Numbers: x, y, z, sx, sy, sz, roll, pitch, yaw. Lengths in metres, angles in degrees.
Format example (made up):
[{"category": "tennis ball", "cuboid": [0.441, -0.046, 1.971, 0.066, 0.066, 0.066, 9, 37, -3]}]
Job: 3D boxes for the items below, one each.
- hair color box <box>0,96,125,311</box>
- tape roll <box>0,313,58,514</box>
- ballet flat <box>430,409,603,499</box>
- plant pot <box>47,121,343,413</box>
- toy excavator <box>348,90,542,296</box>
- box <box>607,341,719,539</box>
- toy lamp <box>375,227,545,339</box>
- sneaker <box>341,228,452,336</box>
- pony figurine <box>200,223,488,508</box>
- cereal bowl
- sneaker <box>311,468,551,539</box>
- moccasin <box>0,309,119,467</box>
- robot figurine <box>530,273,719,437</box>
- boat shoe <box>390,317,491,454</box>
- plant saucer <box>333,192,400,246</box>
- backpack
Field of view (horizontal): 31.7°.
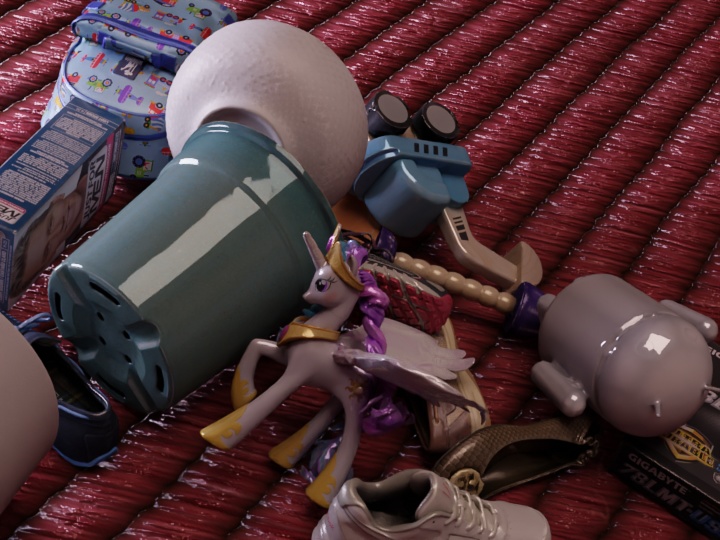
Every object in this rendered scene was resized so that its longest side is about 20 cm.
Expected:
[{"category": "hair color box", "cuboid": [-0.294, -0.065, 1.172, 0.060, 0.100, 0.200, 24, 42, 6]}, {"category": "tape roll", "cuboid": [-0.333, 0.113, 0.889, 0.202, 0.203, 0.139, 24, 41, 7]}, {"category": "ballet flat", "cuboid": [0.140, 0.165, 1.102, 0.199, 0.068, 0.046, -11, 40, -37]}, {"category": "plant pot", "cuboid": [-0.147, 0.008, 1.090, 0.200, 0.201, 0.196, 34, 52, 18]}, {"category": "toy excavator", "cuboid": [0.079, -0.063, 1.290, 0.193, 0.100, 0.201, 6, 56, -36]}, {"category": "box", "cuboid": [0.359, 0.170, 1.184, 0.199, 0.050, 0.198, 32, 45, 16]}, {"category": "toy lamp", "cuboid": [0.104, 0.017, 1.246, 0.199, 0.058, 0.058, 23, 41, -3]}, {"category": "sneaker", "cuboid": [0.000, 0.000, 1.162, 0.199, 0.081, 0.075, 20, 49, 33]}, {"category": "pony figurine", "cuboid": [-0.007, 0.086, 1.035, 0.192, 0.201, 0.167, 31, 6, -11]}, {"category": "cereal bowl", "cuboid": [-0.097, -0.125, 1.177, 0.199, 0.201, 0.083, 24, 33, 8]}, {"category": "sneaker", "cuboid": [0.066, 0.202, 1.006, 0.199, 0.100, 0.078, 2, 43, -17]}, {"category": "moccasin", "cuboid": [-0.267, 0.076, 1.052, 0.199, 0.068, 0.080, 33, 43, 17]}, {"category": "robot figurine", "cuboid": [0.238, 0.076, 1.146, 0.169, 0.113, 0.200, -28, 31, -13]}, {"category": "boat shoe", "cuboid": [0.048, 0.086, 1.153, 0.072, 0.072, 0.201, -6, 50, -22]}, {"category": "plant saucer", "cuboid": [-0.052, -0.065, 1.309, 0.199, 0.032, 0.201, 10, 41, -9]}, {"category": "backpack", "cuboid": [-0.230, -0.193, 1.312, 0.182, 0.135, 0.200, 23, 44, 8]}]
